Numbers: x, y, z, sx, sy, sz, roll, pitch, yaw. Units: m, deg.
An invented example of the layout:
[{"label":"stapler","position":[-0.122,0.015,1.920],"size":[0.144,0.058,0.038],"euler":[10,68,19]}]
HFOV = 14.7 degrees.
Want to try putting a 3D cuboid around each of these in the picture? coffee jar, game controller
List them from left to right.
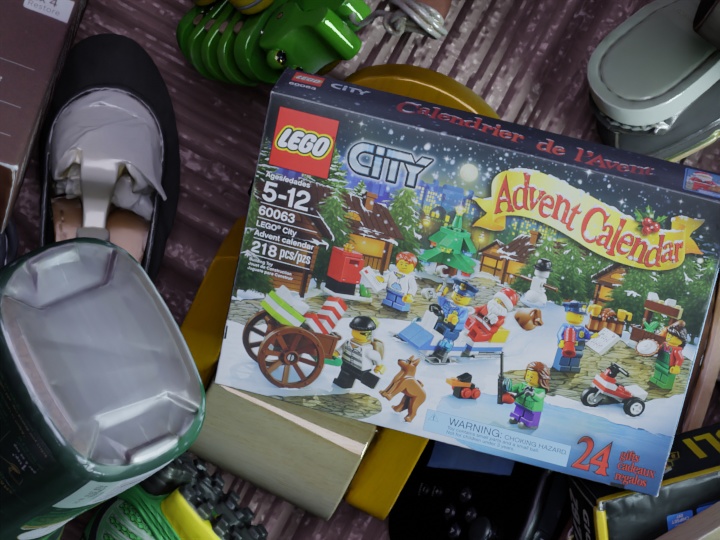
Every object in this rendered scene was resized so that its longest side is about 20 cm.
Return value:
[{"label":"coffee jar","position":[-0.150,0.070,1.202],"size":[0.085,0.200,0.105],"euler":[-22,80,-37]},{"label":"game controller","position":[0.072,0.044,1.285],"size":[0.042,0.104,0.201],"euler":[30,73,-42]}]

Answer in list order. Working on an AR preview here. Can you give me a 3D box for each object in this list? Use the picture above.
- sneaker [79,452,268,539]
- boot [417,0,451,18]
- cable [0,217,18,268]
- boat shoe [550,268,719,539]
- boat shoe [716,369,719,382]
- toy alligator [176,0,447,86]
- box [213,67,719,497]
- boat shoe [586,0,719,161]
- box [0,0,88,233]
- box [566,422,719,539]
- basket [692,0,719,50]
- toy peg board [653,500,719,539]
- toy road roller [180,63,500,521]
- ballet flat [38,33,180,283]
[{"label":"sneaker","position":[-0.049,0.176,1.262],"size":[0.085,0.078,0.200],"euler":[-43,89,10]},{"label":"boot","position":[0.125,-0.174,1.348],"size":[0.199,0.069,0.189],"euler":[19,63,7]},{"label":"cable","position":[-0.257,-0.034,1.290],"size":[0.198,0.051,0.164],"euler":[9,69,-9]},{"label":"boat shoe","position":[0.127,0.060,1.301],"size":[0.070,0.070,0.201],"euler":[15,76,-8]},{"label":"boat shoe","position":[0.202,0.038,1.316],"size":[0.062,0.071,0.201],"euler":[29,81,13]},{"label":"toy alligator","position":[-0.035,-0.106,1.266],"size":[0.059,0.200,0.054],"euler":[43,76,-33]},{"label":"box","position":[0.047,0.005,1.183],"size":[0.199,0.038,0.137],"euler":[14,112,4]},{"label":"boat shoe","position":[0.196,-0.121,1.358],"size":[0.201,0.061,0.072],"euler":[-32,54,-14]},{"label":"box","position":[-0.176,-0.129,1.283],"size":[0.099,0.075,0.201],"euler":[18,62,-5]},{"label":"box","position":[0.199,0.142,1.264],"size":[0.199,0.049,0.161],"euler":[-13,111,-12]},{"label":"basket","position":[0.262,-0.110,1.259],"size":[0.199,0.181,0.136],"euler":[28,43,0]},{"label":"toy peg board","position":[0.203,0.200,1.207],"size":[0.199,0.098,0.200],"euler":[-30,115,-3]},{"label":"toy road roller","position":[0.000,0.000,1.290],"size":[0.122,0.146,0.201],"euler":[27,113,0]},{"label":"ballet flat","position":[-0.118,-0.020,1.289],"size":[0.067,0.068,0.202],"euler":[3,77,-6]}]
